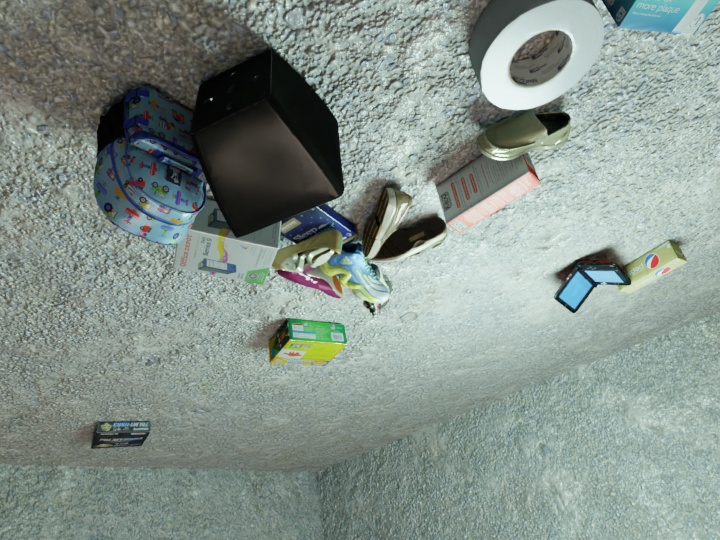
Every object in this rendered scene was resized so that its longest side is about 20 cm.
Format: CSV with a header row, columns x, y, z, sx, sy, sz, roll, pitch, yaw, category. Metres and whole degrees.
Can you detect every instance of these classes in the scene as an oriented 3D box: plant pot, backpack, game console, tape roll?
x,y,z,sx,sy,sz,roll,pitch,yaw,category
-0.153,-0.208,0.822,0.195,0.203,0.178,-19,139,14,plant pot
-0.318,-0.153,0.832,0.133,0.204,0.181,-29,145,28,backpack
0.706,0.057,1.603,0.170,0.122,0.198,2,164,41,game console
0.275,-0.355,0.838,0.195,0.067,0.202,-9,149,-5,tape roll

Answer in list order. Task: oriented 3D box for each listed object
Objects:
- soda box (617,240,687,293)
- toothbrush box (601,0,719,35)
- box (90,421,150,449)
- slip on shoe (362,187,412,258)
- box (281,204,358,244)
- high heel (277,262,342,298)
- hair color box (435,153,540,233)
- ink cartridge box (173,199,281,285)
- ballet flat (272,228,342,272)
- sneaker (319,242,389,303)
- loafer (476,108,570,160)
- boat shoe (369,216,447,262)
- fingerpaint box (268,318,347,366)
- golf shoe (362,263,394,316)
x,y,z,sx,sy,sz,roll,pitch,yaw,category
0.885,-0.007,1.627,0.066,0.065,0.200,11,142,-33,soda box
0.456,-0.445,0.731,0.143,0.087,0.201,-2,147,-16,toothbrush box
-0.956,0.655,2.108,0.196,0.051,0.199,8,145,-31,box
0.055,-0.100,1.178,0.059,0.077,0.202,2,137,-20,slip on shoe
-0.107,-0.099,1.164,0.119,0.033,0.199,-27,145,24,box
-0.121,0.025,1.336,0.094,0.069,0.200,-21,138,19,high heel
0.259,-0.176,1.093,0.198,0.104,0.061,-31,145,31,hair color box
-0.277,-0.058,1.094,0.196,0.089,0.146,14,142,-18,ink cartridge box
-0.126,-0.031,1.176,0.197,0.064,0.068,-24,148,25,ballet flat
0.000,0.000,1.275,0.197,0.077,0.106,27,127,-12,sneaker
0.311,-0.264,0.999,0.195,0.077,0.069,-14,150,-15,loafer
0.115,-0.058,1.269,0.198,0.076,0.075,-17,156,8,boat shoe
-0.165,0.226,1.641,0.196,0.075,0.167,8,143,-29,fingerpaint box
0.046,0.035,1.420,0.087,0.077,0.202,-32,151,-19,golf shoe
